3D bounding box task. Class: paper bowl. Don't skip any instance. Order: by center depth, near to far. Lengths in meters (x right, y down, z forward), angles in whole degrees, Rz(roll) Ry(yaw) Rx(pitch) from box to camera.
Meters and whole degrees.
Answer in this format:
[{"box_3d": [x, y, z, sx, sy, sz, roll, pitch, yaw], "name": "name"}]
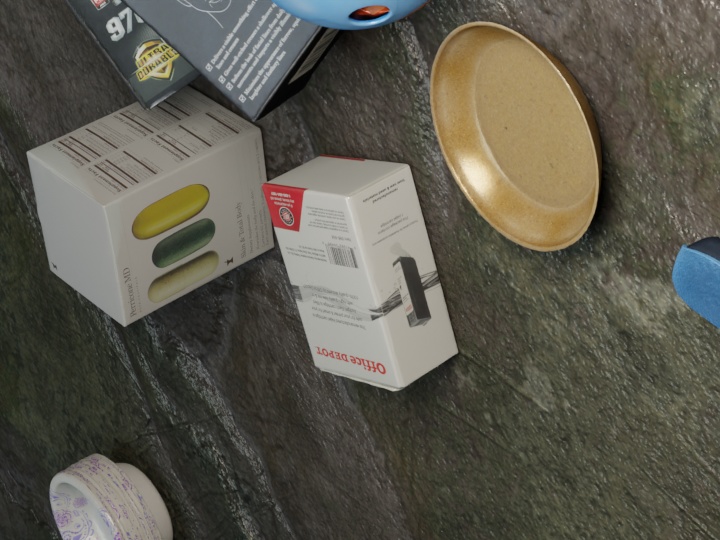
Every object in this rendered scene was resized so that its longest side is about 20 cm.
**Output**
[{"box_3d": [-0.336, 0.349, 2.509, 0.200, 0.104, 0.202, 37, 141, 37], "name": "paper bowl"}]

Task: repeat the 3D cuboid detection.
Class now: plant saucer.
[{"box_3d": [0.136, -0.115, 1.494, 0.200, 0.035, 0.202, 37, 141, 37], "name": "plant saucer"}]

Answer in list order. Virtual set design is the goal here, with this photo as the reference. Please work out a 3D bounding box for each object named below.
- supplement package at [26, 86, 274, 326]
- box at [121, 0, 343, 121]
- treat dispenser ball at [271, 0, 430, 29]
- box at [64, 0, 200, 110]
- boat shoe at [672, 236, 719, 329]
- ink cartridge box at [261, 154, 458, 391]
[{"box_3d": [-0.217, -0.073, 1.900, 0.150, 0.199, 0.153, 32, 139, 40], "name": "supplement package"}, {"box_3d": [-0.106, -0.261, 1.588, 0.200, 0.107, 0.149, 43, 124, 3], "name": "box"}, {"box_3d": [-0.007, -0.289, 1.410, 0.200, 0.200, 0.202, 36, 141, 36], "name": "treat dispenser ball"}, {"box_3d": [-0.173, -0.267, 1.716, 0.199, 0.046, 0.160, -28, 105, 31], "name": "box"}, {"box_3d": [0.319, 0.035, 1.310, 0.200, 0.068, 0.084, 48, 138, 22], "name": "boat shoe"}, {"box_3d": [0.000, 0.000, 1.743, 0.144, 0.083, 0.202, 11, 122, 52], "name": "ink cartridge box"}]
